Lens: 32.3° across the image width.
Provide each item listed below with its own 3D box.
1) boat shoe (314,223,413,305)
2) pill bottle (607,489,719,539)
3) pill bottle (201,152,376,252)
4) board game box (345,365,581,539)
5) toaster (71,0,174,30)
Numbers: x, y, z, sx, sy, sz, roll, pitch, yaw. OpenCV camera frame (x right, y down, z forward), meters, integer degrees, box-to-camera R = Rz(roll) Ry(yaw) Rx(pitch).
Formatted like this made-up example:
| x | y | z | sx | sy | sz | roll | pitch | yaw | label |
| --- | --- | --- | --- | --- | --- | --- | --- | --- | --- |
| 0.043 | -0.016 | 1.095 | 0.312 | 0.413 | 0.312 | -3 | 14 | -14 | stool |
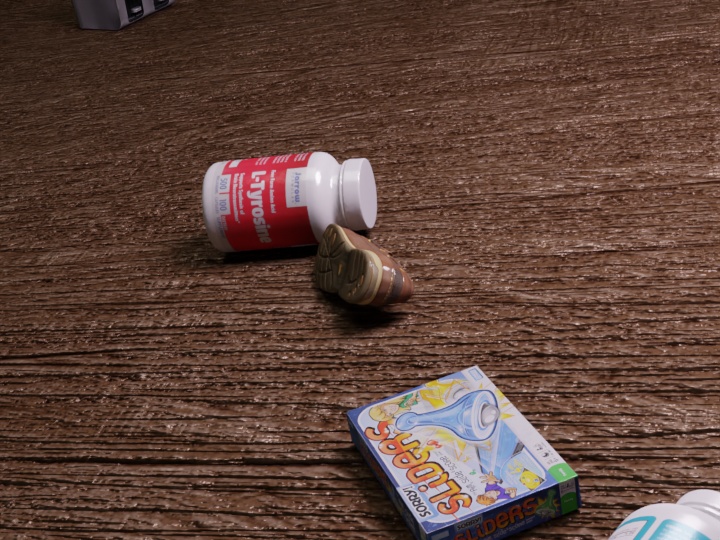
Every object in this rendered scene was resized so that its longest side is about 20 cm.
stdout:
| x | y | z | sx | sy | sz | roll | pitch | yaw | label |
| --- | --- | --- | --- | --- | --- | --- | --- | --- | --- |
| 0.000 | 0.000 | 1.387 | 0.067 | 0.073 | 0.200 | 15 | 9 | -22 | boat shoe |
| 0.189 | 0.227 | 0.800 | 0.110 | 0.112 | 0.199 | 12 | 35 | 39 | pill bottle |
| -0.085 | -0.085 | 1.523 | 0.197 | 0.113 | 0.113 | -5 | 27 | 15 | pill bottle |
| 0.082 | 0.159 | 1.061 | 0.134 | 0.035 | 0.200 | -19 | 27 | -13 | board game box |
| -0.535 | -0.616 | 2.744 | 0.198 | 0.120 | 0.181 | 10 | 33 | 36 | toaster |
